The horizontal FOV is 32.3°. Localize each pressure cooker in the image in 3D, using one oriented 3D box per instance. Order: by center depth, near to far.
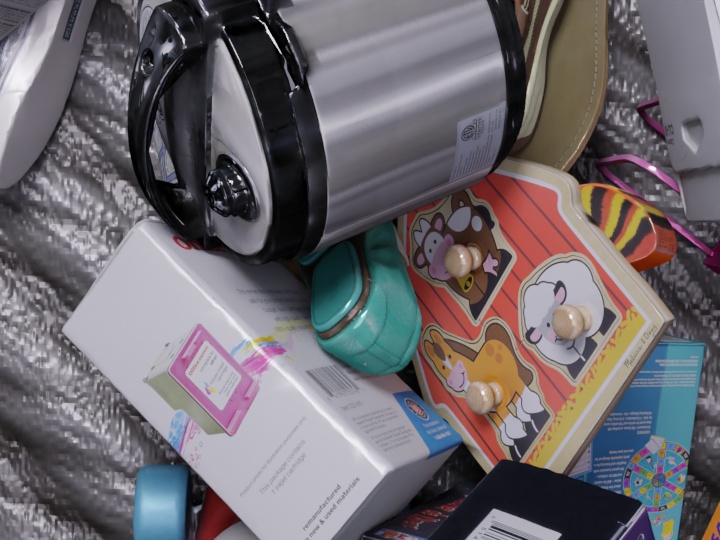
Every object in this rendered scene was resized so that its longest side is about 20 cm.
[{"bbox_3d":[-0.032,-0.100,0.671,0.199,0.178,0.178,-24,105,-23],"label":"pressure cooker"}]

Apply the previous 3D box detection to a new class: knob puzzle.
[{"bbox_3d":[0.074,0.021,0.742,0.030,0.219,0.222,-11,96,-36],"label":"knob puzzle"}]

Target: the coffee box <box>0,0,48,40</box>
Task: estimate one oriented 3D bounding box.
[{"bbox_3d":[-0.261,-0.190,0.742,0.199,0.080,0.115,-30,77,24],"label":"coffee box"}]

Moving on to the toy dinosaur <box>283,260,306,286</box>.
[{"bbox_3d":[-0.044,0.042,0.844,0.200,0.058,0.101,-41,80,-3],"label":"toy dinosaur"}]

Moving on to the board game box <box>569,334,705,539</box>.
[{"bbox_3d":[0.151,0.142,0.819,0.150,0.047,0.203,4,95,-39],"label":"board game box"}]

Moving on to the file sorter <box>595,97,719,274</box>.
[{"bbox_3d":[0.263,-0.111,0.799,0.125,0.139,0.201,36,92,-4],"label":"file sorter"}]

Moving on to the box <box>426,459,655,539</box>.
[{"bbox_3d":[0.099,0.234,0.688,0.148,0.104,0.201,-41,123,-31],"label":"box"}]

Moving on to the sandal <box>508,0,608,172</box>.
[{"bbox_3d":[0.139,-0.134,0.822,0.077,0.070,0.214,0,70,32],"label":"sandal"}]

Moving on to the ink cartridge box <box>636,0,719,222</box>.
[{"bbox_3d":[0.266,-0.117,0.658,0.198,0.145,0.146,-15,91,0],"label":"ink cartridge box"}]

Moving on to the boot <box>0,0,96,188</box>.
[{"bbox_3d":[-0.231,-0.160,0.808,0.089,0.073,0.202,20,88,7],"label":"boot"}]

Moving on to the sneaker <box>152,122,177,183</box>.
[{"bbox_3d":[-0.102,-0.083,0.818,0.075,0.088,0.202,-11,120,-36],"label":"sneaker"}]

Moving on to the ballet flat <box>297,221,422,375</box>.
[{"bbox_3d":[0.000,0.000,0.763,0.067,0.201,0.070,-39,116,17],"label":"ballet flat"}]

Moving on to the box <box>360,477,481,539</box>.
[{"bbox_3d":[0.046,0.217,0.783,0.037,0.200,0.138,8,93,23],"label":"box"}]

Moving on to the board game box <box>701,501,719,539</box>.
[{"bbox_3d":[0.332,0.256,0.781,0.198,0.200,0.201,24,93,-17],"label":"board game box"}]

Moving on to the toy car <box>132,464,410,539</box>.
[{"bbox_3d":[-0.057,0.214,0.774,0.182,0.200,0.179,2,94,-3],"label":"toy car"}]

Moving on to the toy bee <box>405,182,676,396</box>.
[{"bbox_3d":[0.097,-0.013,0.813,0.198,0.131,0.110,-25,71,9],"label":"toy bee"}]

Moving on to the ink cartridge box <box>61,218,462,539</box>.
[{"bbox_3d":[-0.054,0.066,0.727,0.200,0.144,0.085,44,103,16],"label":"ink cartridge box"}]

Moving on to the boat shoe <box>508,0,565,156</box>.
[{"bbox_3d":[0.087,-0.177,0.781,0.074,0.075,0.205,-7,67,32],"label":"boat shoe"}]
